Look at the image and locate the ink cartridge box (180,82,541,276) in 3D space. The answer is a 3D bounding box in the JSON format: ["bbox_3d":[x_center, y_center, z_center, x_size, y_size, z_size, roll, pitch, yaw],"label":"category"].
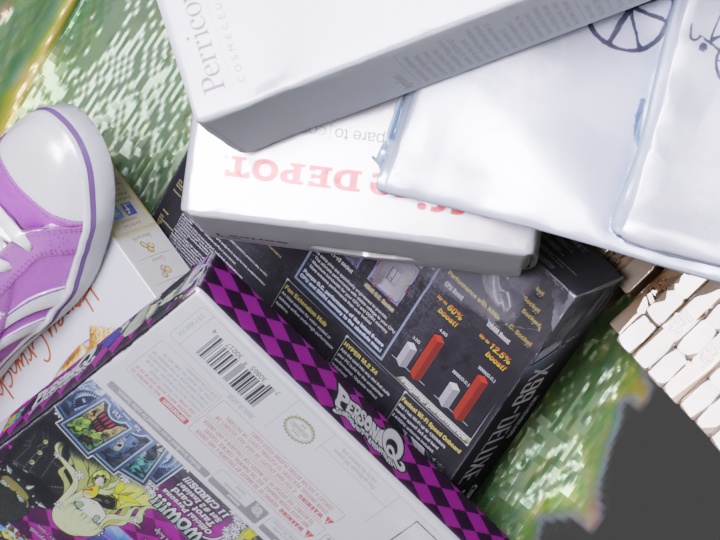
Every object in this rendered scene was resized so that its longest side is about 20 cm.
[{"bbox_3d":[0.013,-0.107,0.884,0.144,0.084,0.202,7,87,3],"label":"ink cartridge box"}]

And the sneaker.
[{"bbox_3d":[-0.191,0.012,0.983,0.073,0.114,0.201,46,121,18],"label":"sneaker"}]

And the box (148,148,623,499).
[{"bbox_3d":[0.000,0.000,0.995,0.200,0.050,0.158,43,121,19],"label":"box"}]

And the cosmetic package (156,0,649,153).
[{"bbox_3d":[0.023,-0.126,0.793,0.199,0.074,0.102,-21,80,9],"label":"cosmetic package"}]

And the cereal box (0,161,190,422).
[{"bbox_3d":[-0.129,0.044,1.042,0.200,0.039,0.144,53,125,13],"label":"cereal box"}]

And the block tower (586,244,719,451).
[{"bbox_3d":[0.131,0.006,0.977,0.058,0.054,0.200,-44,74,12],"label":"block tower"}]

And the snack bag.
[{"bbox_3d":[0.119,-0.097,0.817,0.198,0.021,0.190,16,88,9],"label":"snack bag"}]

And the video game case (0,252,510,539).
[{"bbox_3d":[-0.059,0.113,0.971,0.200,0.036,0.181,44,120,-15],"label":"video game case"}]
